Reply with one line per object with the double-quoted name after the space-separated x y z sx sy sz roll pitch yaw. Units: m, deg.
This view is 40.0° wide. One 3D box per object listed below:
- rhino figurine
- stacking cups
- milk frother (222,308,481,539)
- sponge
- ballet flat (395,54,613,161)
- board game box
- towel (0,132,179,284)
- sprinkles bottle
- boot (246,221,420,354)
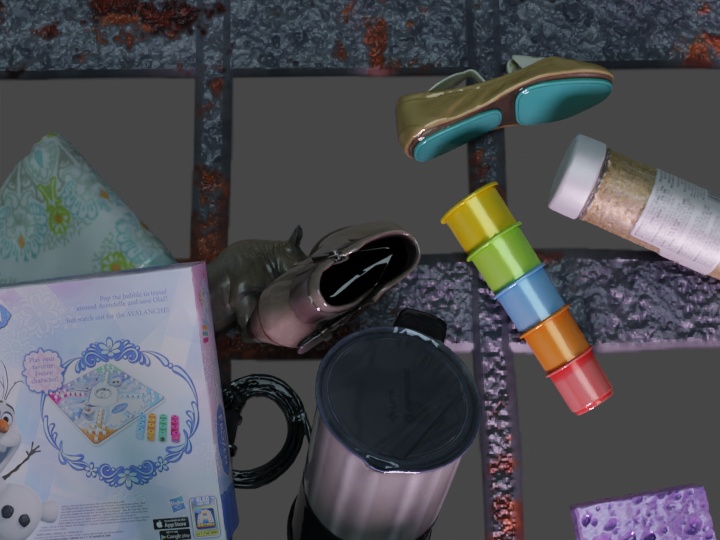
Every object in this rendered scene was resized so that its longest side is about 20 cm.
-0.100 0.022 0.827 0.197 0.060 0.089 -26 77 -8 "rhino figurine"
0.142 0.025 0.828 0.060 0.061 0.202 -30 80 -6 "stacking cups"
-0.029 0.120 0.738 0.196 0.190 0.183 5 46 -7 "milk frother"
0.243 0.282 0.793 0.109 0.030 0.204 -9 79 -2 "sponge"
0.123 -0.156 0.864 0.196 0.069 0.064 -18 65 -5 "ballet flat"
-0.200 0.104 0.731 0.196 0.043 0.203 -6 97 7 "board game box"
-0.257 0.017 0.798 0.171 0.048 0.201 43 97 16 "towel"
0.261 -0.046 0.840 0.197 0.068 0.069 24 79 4 "sprinkles bottle"
0.000 0.000 0.754 0.199 0.146 0.071 -37 95 -34 "boot"
